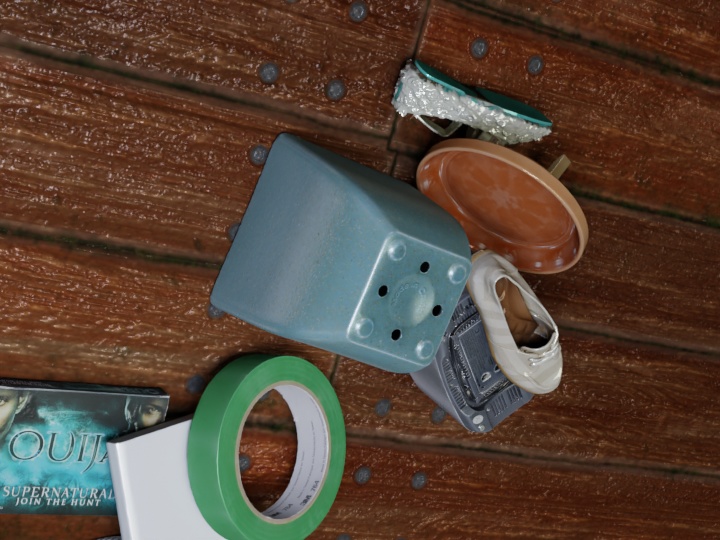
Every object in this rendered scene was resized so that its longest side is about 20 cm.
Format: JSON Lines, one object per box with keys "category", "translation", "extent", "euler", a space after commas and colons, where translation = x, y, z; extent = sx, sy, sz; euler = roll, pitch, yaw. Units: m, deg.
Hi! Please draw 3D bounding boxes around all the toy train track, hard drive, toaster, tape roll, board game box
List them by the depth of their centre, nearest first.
{"category": "board game box", "translation": [-0.298, 0.179, 1.600], "extent": [0.198, 0.028, 0.137], "euler": [6, 104, -35]}
{"category": "hard drive", "translation": [-0.188, 0.257, 1.635], "extent": [0.131, 0.027, 0.202], "euler": [-15, 101, -41]}
{"category": "tape roll", "translation": [-0.096, 0.190, 1.676], "extent": [0.199, 0.048, 0.203], "euler": [0, 90, -49]}
{"category": "toaster", "translation": [0.106, 0.073, 1.760], "extent": [0.113, 0.129, 0.201], "euler": [-35, 123, -18]}
{"category": "toy train track", "translation": [0.172, -0.104, 1.769], "extent": [0.115, 0.032, 0.200], "euler": [-52, 148, 0]}

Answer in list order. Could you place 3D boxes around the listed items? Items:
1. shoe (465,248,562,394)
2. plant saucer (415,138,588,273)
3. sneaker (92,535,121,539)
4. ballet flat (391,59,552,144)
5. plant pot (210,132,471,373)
{"category": "shoe", "translation": [0.169, 0.064, 1.684], "extent": [0.070, 0.053, 0.201], "euler": [-42, 124, -13]}
{"category": "plant saucer", "translation": [0.153, -0.072, 1.702], "extent": [0.201, 0.199, 0.032], "euler": [52, 57, -34]}
{"category": "sneaker", "translation": [-0.230, 0.339, 1.677], "extent": [0.199, 0.073, 0.116], "euler": [-6, 113, -31]}
{"category": "ballet flat", "translation": [0.115, -0.171, 1.724], "extent": [0.198, 0.072, 0.072], "euler": [18, 97, -30]}
{"category": "plant pot", "translation": [0.000, 0.000, 1.623], "extent": [0.195, 0.200, 0.198], "euler": [20, 95, -35]}
